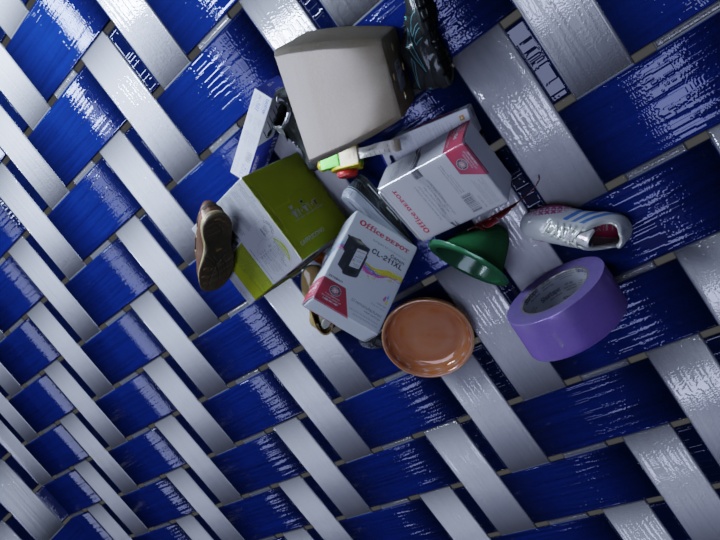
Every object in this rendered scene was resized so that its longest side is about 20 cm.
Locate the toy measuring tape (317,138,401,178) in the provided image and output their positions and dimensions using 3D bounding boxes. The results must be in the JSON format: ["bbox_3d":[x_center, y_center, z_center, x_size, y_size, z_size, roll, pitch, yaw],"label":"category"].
[{"bbox_3d":[0.003,-0.220,1.347,0.198,0.074,0.074,-9,114,32],"label":"toy measuring tape"}]

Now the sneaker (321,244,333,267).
[{"bbox_3d":[-0.033,0.023,1.495,0.079,0.071,0.201,10,140,21],"label":"sneaker"}]

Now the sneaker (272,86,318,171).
[{"bbox_3d":[-0.126,-0.278,1.361,0.090,0.067,0.201,-19,134,-12],"label":"sneaker"}]

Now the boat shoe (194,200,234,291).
[{"bbox_3d":[-0.289,-0.048,1.364,0.068,0.071,0.201,55,146,40],"label":"boat shoe"}]

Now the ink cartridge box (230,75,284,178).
[{"bbox_3d":[-0.199,-0.285,1.410,0.044,0.094,0.201,32,128,7],"label":"ink cartridge box"}]

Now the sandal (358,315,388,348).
[{"bbox_3d":[0.070,0.136,1.551,0.199,0.048,0.076,-18,109,33],"label":"sandal"}]

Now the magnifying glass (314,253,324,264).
[{"bbox_3d":[-0.032,0.006,1.546,0.199,0.022,0.080,29,128,7],"label":"magnifying glass"}]

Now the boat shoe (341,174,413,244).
[{"bbox_3d":[0.050,-0.111,1.396,0.200,0.071,0.072,44,166,-30],"label":"boat shoe"}]

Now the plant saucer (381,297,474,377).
[{"bbox_3d":[0.145,0.139,1.496,0.198,0.038,0.202,4,119,6],"label":"plant saucer"}]

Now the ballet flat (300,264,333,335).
[{"bbox_3d":[-0.088,0.069,1.560,0.063,0.068,0.201,55,162,39],"label":"ballet flat"}]

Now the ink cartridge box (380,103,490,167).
[{"bbox_3d":[0.135,-0.230,1.307,0.198,0.037,0.095,-17,110,31],"label":"ink cartridge box"}]

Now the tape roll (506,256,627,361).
[{"bbox_3d":[0.370,0.068,1.258,0.199,0.200,0.085,-29,104,36],"label":"tape roll"}]

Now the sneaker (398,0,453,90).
[{"bbox_3d":[0.096,-0.404,1.198,0.079,0.075,0.202,-5,115,32],"label":"sneaker"}]

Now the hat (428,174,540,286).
[{"bbox_3d":[0.252,-0.083,1.338,0.199,0.177,0.165,21,170,43],"label":"hat"}]

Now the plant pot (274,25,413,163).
[{"bbox_3d":[-0.013,-0.332,1.235,0.175,0.200,0.202,-10,114,20],"label":"plant pot"}]

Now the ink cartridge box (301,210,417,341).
[{"bbox_3d":[0.000,0.010,1.339,0.145,0.201,0.083,30,158,-9],"label":"ink cartridge box"}]

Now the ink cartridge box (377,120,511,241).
[{"bbox_3d":[0.153,-0.158,1.272,0.199,0.085,0.146,-25,120,36],"label":"ink cartridge box"}]

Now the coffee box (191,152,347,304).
[{"bbox_3d":[-0.178,-0.088,1.437,0.197,0.199,0.201,-36,91,38],"label":"coffee box"}]

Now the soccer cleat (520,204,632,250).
[{"bbox_3d":[0.378,-0.074,1.241,0.198,0.086,0.071,2,119,26],"label":"soccer cleat"}]
